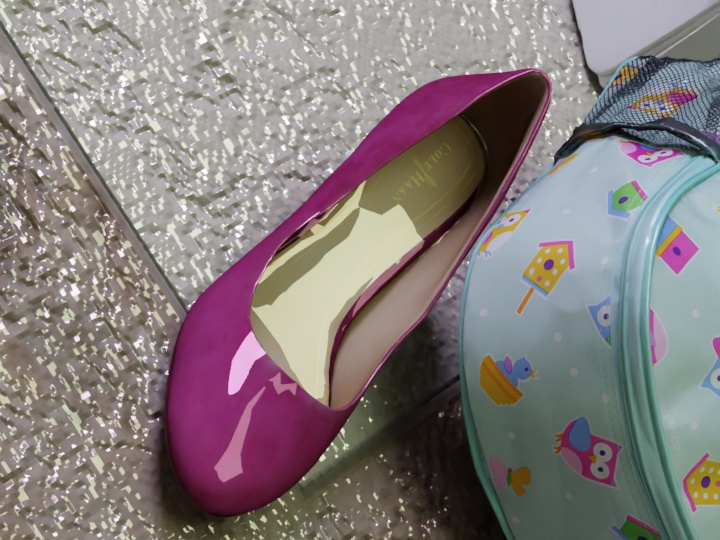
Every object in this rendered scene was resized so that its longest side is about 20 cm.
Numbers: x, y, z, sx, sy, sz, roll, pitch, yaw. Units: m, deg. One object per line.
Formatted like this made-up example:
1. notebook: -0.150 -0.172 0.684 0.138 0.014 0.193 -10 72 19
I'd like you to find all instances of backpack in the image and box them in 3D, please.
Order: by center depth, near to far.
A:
1. backpack: 0.129 0.027 1.045 0.200 0.153 0.176 -38 120 -41

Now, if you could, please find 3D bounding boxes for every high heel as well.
1. high heel: 0.000 0.000 0.989 0.067 0.096 0.200 42 42 -16

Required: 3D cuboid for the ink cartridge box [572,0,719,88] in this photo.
1. ink cartridge box: 0.183 -0.140 1.268 0.200 0.087 0.145 10 59 -38
